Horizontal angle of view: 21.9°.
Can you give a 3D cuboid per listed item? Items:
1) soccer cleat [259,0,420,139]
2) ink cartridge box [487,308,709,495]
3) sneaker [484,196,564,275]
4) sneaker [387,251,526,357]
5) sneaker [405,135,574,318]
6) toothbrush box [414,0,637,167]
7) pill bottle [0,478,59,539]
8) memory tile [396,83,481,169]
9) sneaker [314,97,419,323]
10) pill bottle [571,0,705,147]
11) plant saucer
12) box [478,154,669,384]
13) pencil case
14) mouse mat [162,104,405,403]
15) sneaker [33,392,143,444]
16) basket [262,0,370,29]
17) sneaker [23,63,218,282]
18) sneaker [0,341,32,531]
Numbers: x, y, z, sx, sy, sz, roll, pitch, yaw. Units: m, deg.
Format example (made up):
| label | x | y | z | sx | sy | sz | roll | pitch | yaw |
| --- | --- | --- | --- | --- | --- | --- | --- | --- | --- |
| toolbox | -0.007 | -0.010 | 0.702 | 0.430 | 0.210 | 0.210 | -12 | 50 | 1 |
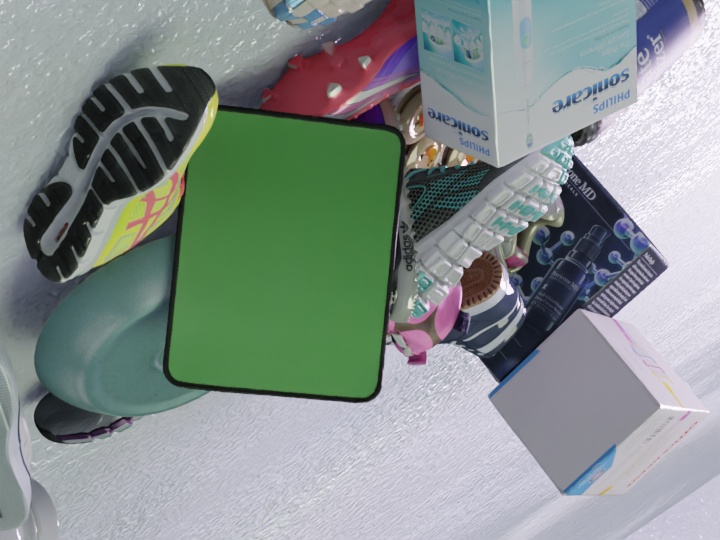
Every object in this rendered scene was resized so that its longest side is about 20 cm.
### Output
| label | x | y | z | sx | sy | sz | roll | pitch | yaw |
| --- | --- | --- | --- | --- | --- | --- | --- | --- | --- |
| soccer cleat | 0.010 | -0.147 | 1.370 | 0.200 | 0.067 | 0.077 | -42 | 138 | -8 |
| ink cartridge box | 0.238 | 0.133 | 1.815 | 0.129 | 0.125 | 0.200 | -44 | 158 | 14 |
| sneaker | 0.110 | -0.026 | 1.752 | 0.200 | 0.088 | 0.081 | -43 | 158 | 9 |
| sneaker | 0.057 | 0.044 | 1.718 | 0.199 | 0.071 | 0.108 | -14 | 153 | 22 |
| sneaker | 0.072 | -0.054 | 1.429 | 0.200 | 0.091 | 0.078 | -39 | 152 | 7 |
| toothbrush box | 0.118 | -0.196 | 1.319 | 0.146 | 0.085 | 0.201 | -27 | 124 | -31 |
| pill bottle | -0.337 | 0.219 | 1.468 | 0.199 | 0.111 | 0.111 | -8 | 143 | -53 |
| memory tile | 0.087 | -0.115 | 1.557 | 0.153 | 0.017 | 0.201 | -45 | 151 | -20 |
| sneaker | -0.018 | -0.057 | 1.381 | 0.099 | 0.202 | 0.070 | -1 | 153 | -16 |
| pill bottle | 0.178 | -0.171 | 1.502 | 0.200 | 0.112 | 0.112 | -43 | 162 | -23 |
| plant saucer | -0.141 | 0.050 | 1.376 | 0.199 | 0.036 | 0.201 | -22 | 149 | -14 |
| box | 0.176 | -0.002 | 1.825 | 0.200 | 0.149 | 0.107 | -42 | 159 | 7 |
| pencil case | 0.000 | 0.000 | 1.527 | 0.200 | 0.090 | 0.094 | 32 | 69 | -39 |
| mouse mat | -0.053 | -0.011 | 1.318 | 0.160 | 0.202 | 0.008 | 6 | 180 | -11 |
| sneaker | -0.179 | 0.067 | 1.486 | 0.199 | 0.075 | 0.088 | -23 | 137 | 1 |
| basket | 0.005 | -0.245 | 1.049 | 0.199 | 0.177 | 0.139 | -31 | 176 | 17 |
| sneaker | -0.150 | -0.073 | 1.262 | 0.090 | 0.078 | 0.200 | -15 | 158 | -50 |
| sneaker | -0.288 | 0.106 | 1.396 | 0.072 | 0.071 | 0.201 | -6 | 130 | -8 |
